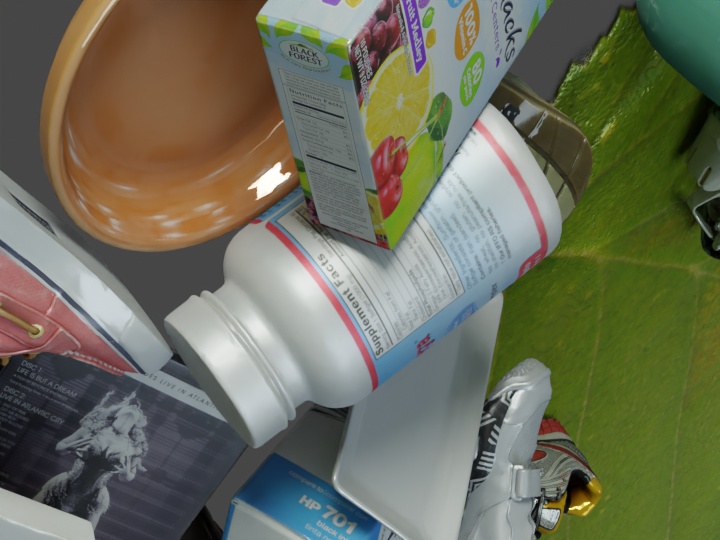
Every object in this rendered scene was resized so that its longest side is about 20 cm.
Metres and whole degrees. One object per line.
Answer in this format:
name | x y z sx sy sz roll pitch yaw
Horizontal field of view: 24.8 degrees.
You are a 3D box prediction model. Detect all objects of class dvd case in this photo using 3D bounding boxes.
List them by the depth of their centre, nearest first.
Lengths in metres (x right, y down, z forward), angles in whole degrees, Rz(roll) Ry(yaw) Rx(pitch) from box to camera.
dvd case | -0.161 0.119 0.898 0.148 0.016 0.201 28 107 -29

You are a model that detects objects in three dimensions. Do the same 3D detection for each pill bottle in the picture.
pill bottle | 0.000 0.000 0.858 0.199 0.109 0.109 -37 148 -12

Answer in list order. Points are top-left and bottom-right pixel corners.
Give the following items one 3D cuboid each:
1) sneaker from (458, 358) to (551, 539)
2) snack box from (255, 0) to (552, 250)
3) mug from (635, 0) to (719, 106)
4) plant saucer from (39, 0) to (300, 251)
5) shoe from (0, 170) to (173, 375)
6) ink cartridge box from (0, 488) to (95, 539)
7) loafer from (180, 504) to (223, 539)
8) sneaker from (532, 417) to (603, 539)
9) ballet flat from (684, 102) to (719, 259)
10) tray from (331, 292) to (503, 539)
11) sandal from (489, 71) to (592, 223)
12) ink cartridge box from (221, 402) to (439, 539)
sneaker | 0.104 0.166 1.069 0.202 0.114 0.075 -64 168 2
snack box | 0.033 -0.132 0.784 0.201 0.053 0.143 -57 154 -28
mug | 0.251 -0.191 0.986 0.185 0.114 0.152 -41 148 -8
plant saucer | -0.071 -0.099 0.789 0.199 0.037 0.201 -30 145 -24
shoe | -0.173 0.015 0.771 0.091 0.072 0.200 -42 142 0
ink cartridge box | -0.212 0.171 0.841 0.200 0.068 0.116 -41 134 21
loafer | -0.119 0.156 0.997 0.073 0.071 0.200 -42 149 -4
sneaker | 0.121 0.167 1.284 0.199 0.082 0.078 -6 132 -46
ballet flat | 0.273 -0.069 1.207 0.074 0.074 0.201 -38 145 -11
tray | 0.032 0.068 0.981 0.022 0.202 0.107 -18 134 38
sandal | 0.072 -0.083 0.968 0.080 0.054 0.199 -46 135 10
ink cartridge box | -0.011 0.151 1.038 0.200 0.085 0.147 -45 158 -47
